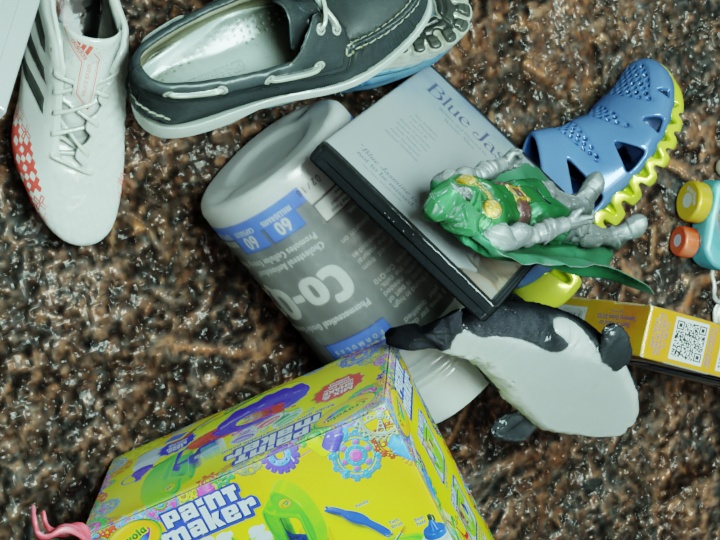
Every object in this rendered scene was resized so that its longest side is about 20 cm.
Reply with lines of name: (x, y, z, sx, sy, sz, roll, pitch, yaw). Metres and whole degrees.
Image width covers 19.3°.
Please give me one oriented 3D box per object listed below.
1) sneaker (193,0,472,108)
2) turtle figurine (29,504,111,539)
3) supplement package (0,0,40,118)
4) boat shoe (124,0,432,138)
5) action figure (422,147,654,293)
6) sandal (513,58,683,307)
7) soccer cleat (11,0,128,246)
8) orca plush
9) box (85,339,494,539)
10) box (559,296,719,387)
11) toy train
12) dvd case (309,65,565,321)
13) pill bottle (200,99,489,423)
sneaker: (-0.028, -0.133, 1.355, 0.200, 0.090, 0.078, -10, 73, -6)
turtle figurine: (-0.192, 0.208, 1.223, 0.150, 0.200, 0.101, 36, 34, -50)
supplement package: (-0.248, -0.156, 1.178, 0.114, 0.110, 0.200, 32, 43, -24)
boat shoe: (-0.046, -0.140, 1.275, 0.200, 0.060, 0.076, -29, 71, -13)
action figure: (0.099, -0.035, 1.270, 0.200, 0.118, 0.055, 0, 129, -55)
sandal: (0.147, -0.069, 1.449, 0.087, 0.079, 0.200, 40, 74, -18)
soccer cleat: (-0.172, -0.114, 1.281, 0.069, 0.085, 0.200, -3, 93, -26)
orca plush: (0.096, 0.049, 1.337, 0.200, 0.071, 0.105, 10, 126, -34)
box: (-0.031, 0.179, 1.296, 0.200, 0.122, 0.193, -23, 105, 10)
box: (0.246, 0.060, 1.478, 0.200, 0.119, 0.042, 17, 85, -26)
toy train: (0.319, -0.048, 1.546, 0.200, 0.056, 0.150, -44, 109, -19)
dvd case: (0.059, -0.053, 1.321, 0.143, 0.018, 0.200, 43, 28, 2)
pill bottle: (0.000, 0.000, 1.356, 0.114, 0.114, 0.200, -45, 110, -18)
